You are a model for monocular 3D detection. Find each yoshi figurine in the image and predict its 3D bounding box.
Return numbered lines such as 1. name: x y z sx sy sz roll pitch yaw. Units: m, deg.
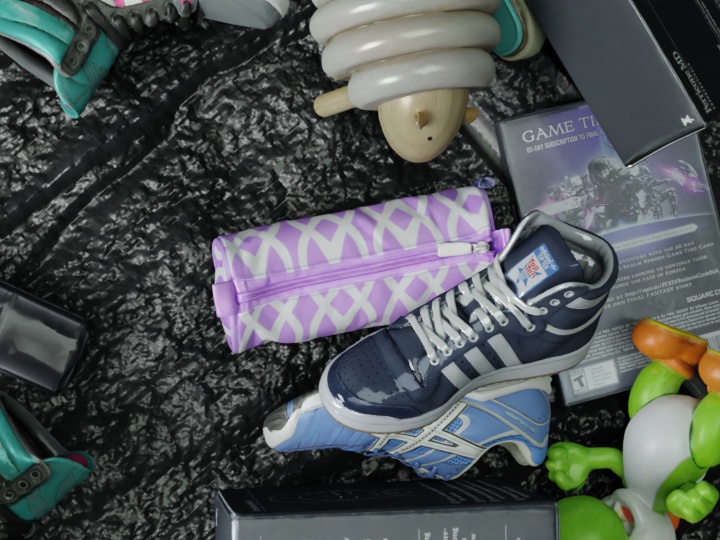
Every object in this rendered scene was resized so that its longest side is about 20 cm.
1. yoshi figurine: 0.180 0.136 0.978 0.111 0.112 0.202 22 97 1

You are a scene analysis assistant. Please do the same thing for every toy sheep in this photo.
1. toy sheep: 0.026 -0.170 0.946 0.136 0.138 0.202 -12 92 -9

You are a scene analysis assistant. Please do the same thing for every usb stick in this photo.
1. usb stick: -0.269 0.018 0.948 0.198 0.033 0.056 25 91 -8

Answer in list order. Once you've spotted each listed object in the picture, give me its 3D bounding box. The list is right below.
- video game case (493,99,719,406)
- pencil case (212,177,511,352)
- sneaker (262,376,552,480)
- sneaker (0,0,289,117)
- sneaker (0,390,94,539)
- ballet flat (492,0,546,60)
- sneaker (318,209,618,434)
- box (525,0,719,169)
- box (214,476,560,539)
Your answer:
1. video game case: 0.183 -0.021 1.030 0.141 0.019 0.202 -14 90 -10
2. pencil case: 0.000 0.000 0.965 0.198 0.086 0.085 -13 103 -8
3. sneaker: 0.035 0.101 0.972 0.198 0.076 0.078 -7 85 -8
4. sneaker: -0.152 -0.153 0.937 0.198 0.084 0.122 14 81 -1
5. sneaker: -0.218 0.160 0.930 0.120 0.084 0.202 -23 91 0
6. ballet flat: 0.075 -0.238 1.002 0.069 0.069 0.201 -29 95 -9
7. sneaker: 0.070 0.029 0.906 0.198 0.109 0.070 -16 58 -25
8. box: 0.183 -0.191 0.975 0.141 0.079 0.201 -33 93 -43
9. box: 0.011 0.193 0.929 0.198 0.148 0.108 -1 88 -9
